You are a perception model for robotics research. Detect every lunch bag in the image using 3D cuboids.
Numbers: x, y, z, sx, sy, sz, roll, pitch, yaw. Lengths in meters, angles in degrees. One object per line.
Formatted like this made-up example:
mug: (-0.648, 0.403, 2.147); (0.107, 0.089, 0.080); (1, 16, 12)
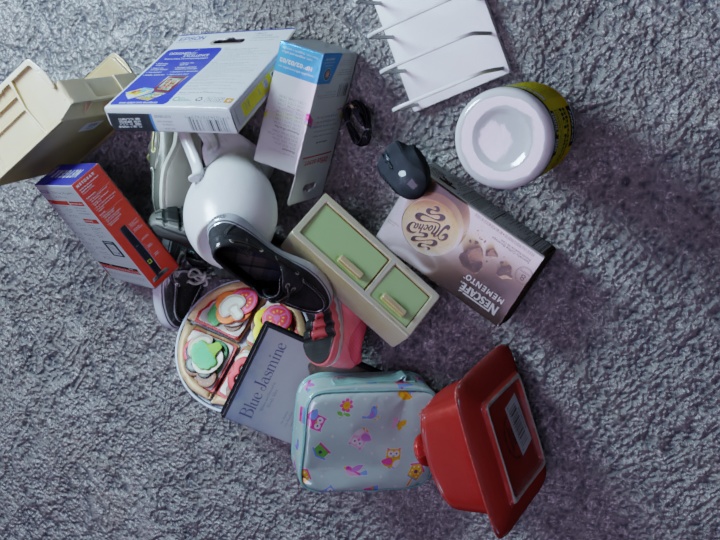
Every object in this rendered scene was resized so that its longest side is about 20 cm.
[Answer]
lunch bag: (0.009, 0.213, 1.415); (0.198, 0.077, 0.162); (0, 102, -16)

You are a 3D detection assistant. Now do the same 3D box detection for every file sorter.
file sorter: (0.077, -0.311, 1.285); (0.138, 0.124, 0.201); (-19, 94, 24)

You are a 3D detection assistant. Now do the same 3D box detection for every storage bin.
storage bin: (-0.431, -0.215, 1.469); (0.198, 0.200, 0.094); (-35, 89, 25)

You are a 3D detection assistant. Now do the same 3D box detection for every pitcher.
pitcher: (-0.184, -0.111, 1.363); (0.121, 0.201, 0.171); (-35, 123, 24)

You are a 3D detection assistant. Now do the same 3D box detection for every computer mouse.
computer mouse: (0.025, -0.159, 1.339); (0.200, 0.034, 0.059); (50, 118, 39)

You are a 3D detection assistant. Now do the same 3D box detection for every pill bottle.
pill bottle: (0.190, -0.163, 1.230); (0.112, 0.200, 0.113); (5, 104, 21)

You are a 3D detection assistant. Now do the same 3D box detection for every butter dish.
butter dish: (0.136, 0.221, 1.345); (0.147, 0.199, 0.202); (-15, 97, 31)

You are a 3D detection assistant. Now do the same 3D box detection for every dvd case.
dvd case: (-0.073, 0.170, 1.430); (0.199, 0.018, 0.144); (25, 95, -20)

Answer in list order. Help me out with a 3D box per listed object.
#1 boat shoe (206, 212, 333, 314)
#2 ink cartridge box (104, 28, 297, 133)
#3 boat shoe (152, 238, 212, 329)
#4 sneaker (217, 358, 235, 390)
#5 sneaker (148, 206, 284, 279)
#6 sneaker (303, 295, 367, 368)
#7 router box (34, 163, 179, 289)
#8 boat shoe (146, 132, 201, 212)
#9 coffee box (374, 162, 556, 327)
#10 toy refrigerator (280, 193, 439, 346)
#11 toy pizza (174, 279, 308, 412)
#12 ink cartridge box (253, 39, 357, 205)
boat shoe: (-0.109, 0.007, 1.290); (0.070, 0.067, 0.200); (-32, 126, 22)
ink cartridge box: (-0.202, -0.249, 1.376); (0.196, 0.200, 0.047); (4, 129, 27)
boat shoe: (-0.246, -0.007, 1.511); (0.068, 0.073, 0.201); (17, 99, 33)
sneaker: (-0.102, 0.150, 1.495); (0.198, 0.081, 0.076); (-10, 63, 7)
sneaker: (-0.200, -0.028, 1.445); (0.199, 0.076, 0.080); (17, 117, -19)
sneaker: (-0.027, 0.040, 1.426); (0.073, 0.086, 0.202); (-12, 65, 42)
router box: (-0.357, -0.064, 1.461); (0.180, 0.049, 0.200); (55, 158, -23)
boat shoe: (-0.263, -0.170, 1.470); (0.060, 0.072, 0.204); (5, 86, 34)
coffee box: (0.135, -0.034, 1.346); (0.199, 0.080, 0.113); (37, 110, 11)
toy refrigerator: (0.000, 0.000, 1.351); (0.200, 0.076, 0.070); (42, 156, -3)
toy pizza: (-0.167, 0.101, 1.466); (0.198, 0.032, 0.202); (-4, 66, 8)
ink cartridge box: (-0.076, -0.196, 1.376); (0.067, 0.115, 0.202); (21, 108, 17)
